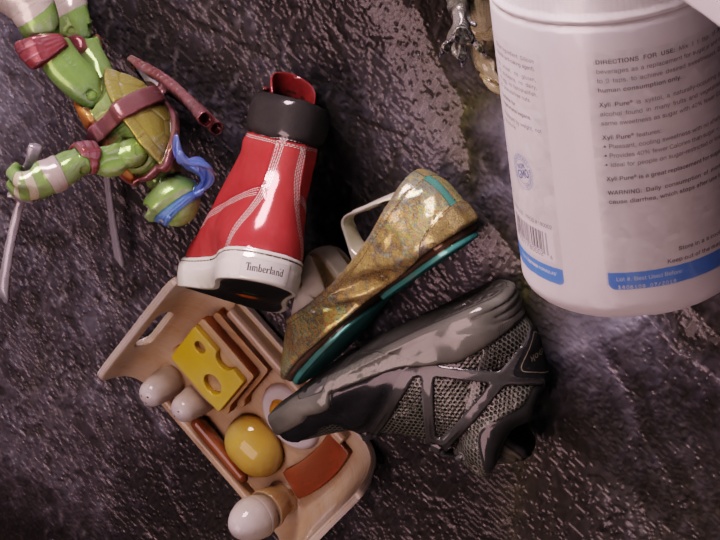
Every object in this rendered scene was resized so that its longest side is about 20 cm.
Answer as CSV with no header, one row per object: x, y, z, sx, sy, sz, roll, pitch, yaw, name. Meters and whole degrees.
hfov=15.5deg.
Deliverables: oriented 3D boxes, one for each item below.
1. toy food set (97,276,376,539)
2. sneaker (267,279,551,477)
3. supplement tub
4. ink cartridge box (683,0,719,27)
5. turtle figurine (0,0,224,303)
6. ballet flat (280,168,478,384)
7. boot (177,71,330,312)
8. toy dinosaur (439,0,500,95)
-0.090,0.111,1.841,0.200,0.060,0.144,48,138,7,toy food set
0.037,0.092,1.680,0.199,0.076,0.114,-24,99,26,sneaker
0.143,-0.088,1.451,0.132,0.132,0.200,14,124,36,supplement tub
0.203,-0.233,1.252,0.147,0.200,0.146,39,135,17,ink cartridge box
-0.202,-0.093,1.751,0.200,0.144,0.194,-31,85,51,turtle figurine
0.000,0.000,1.687,0.071,0.071,0.200,52,132,4,ballet flat
-0.065,-0.051,1.720,0.200,0.072,0.144,157,125,-75,boot
0.065,-0.170,1.505,0.047,0.088,0.200,-6,116,6,toy dinosaur
